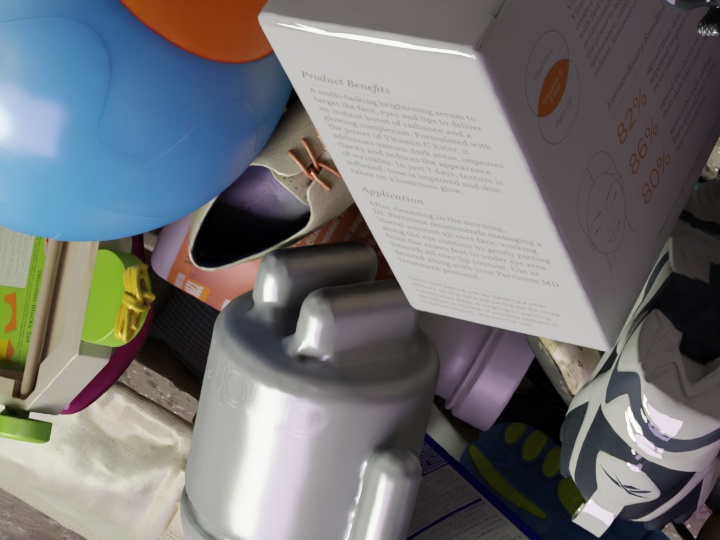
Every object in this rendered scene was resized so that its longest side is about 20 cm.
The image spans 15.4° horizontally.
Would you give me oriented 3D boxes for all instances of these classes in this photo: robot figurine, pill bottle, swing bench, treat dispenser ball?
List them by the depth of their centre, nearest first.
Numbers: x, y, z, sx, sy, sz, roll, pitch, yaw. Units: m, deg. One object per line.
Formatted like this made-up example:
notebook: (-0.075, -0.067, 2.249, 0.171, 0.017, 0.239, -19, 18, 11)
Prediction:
treat dispenser ball: (-0.128, -0.113, 1.232, 0.201, 0.201, 0.201, 23, 153, 12)
robot figurine: (-0.027, 0.085, 1.324, 0.170, 0.113, 0.200, 44, 130, 48)
pill bottle: (0.000, 0.000, 1.407, 0.200, 0.112, 0.112, 30, 154, 1)
swing bench: (-0.145, 0.039, 1.524, 0.199, 0.200, 0.130, 30, 154, -1)

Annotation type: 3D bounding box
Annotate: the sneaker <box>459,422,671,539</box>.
sneaker: (0.130, 0.163, 1.444, 0.200, 0.071, 0.083, 47, 171, 32)

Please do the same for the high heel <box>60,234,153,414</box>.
high heel: (-0.148, -0.028, 1.410, 0.067, 0.200, 0.096, -2, 150, 19)

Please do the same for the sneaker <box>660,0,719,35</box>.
sneaker: (0.098, -0.169, 0.971, 0.078, 0.140, 0.200, -2, 140, 48)

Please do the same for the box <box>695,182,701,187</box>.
box: (0.195, 0.020, 1.316, 0.200, 0.049, 0.082, 31, 154, -3)

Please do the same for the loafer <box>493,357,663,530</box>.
loafer: (0.107, 0.082, 1.500, 0.200, 0.063, 0.072, 39, 155, -18)

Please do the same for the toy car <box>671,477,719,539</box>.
toy car: (0.241, 0.157, 1.432, 0.200, 0.158, 0.164, 35, 154, 26)

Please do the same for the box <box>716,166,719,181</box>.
box: (0.277, -0.029, 1.144, 0.200, 0.050, 0.158, 34, 153, -8)

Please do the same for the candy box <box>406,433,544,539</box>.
candy box: (0.066, 0.193, 1.416, 0.200, 0.077, 0.169, 41, 159, 59)

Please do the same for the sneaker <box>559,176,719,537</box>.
sneaker: (0.143, 0.048, 1.222, 0.079, 0.199, 0.130, 29, 129, -3)

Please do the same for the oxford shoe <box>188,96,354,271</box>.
oxford shoe: (-0.006, -0.061, 1.275, 0.071, 0.074, 0.200, 42, 121, -10)

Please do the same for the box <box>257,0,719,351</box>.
box: (0.066, -0.090, 1.134, 0.106, 0.152, 0.200, 12, 148, 32)

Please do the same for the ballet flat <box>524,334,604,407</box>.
ballet flat: (0.127, 0.041, 1.352, 0.066, 0.057, 0.200, 62, -166, 16)

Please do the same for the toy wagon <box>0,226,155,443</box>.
toy wagon: (-0.166, 0.010, 1.376, 0.200, 0.155, 0.040, 8, 177, 45)

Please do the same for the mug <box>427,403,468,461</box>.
mug: (-0.011, 0.153, 1.556, 0.148, 0.175, 0.200, 48, 175, 30)
